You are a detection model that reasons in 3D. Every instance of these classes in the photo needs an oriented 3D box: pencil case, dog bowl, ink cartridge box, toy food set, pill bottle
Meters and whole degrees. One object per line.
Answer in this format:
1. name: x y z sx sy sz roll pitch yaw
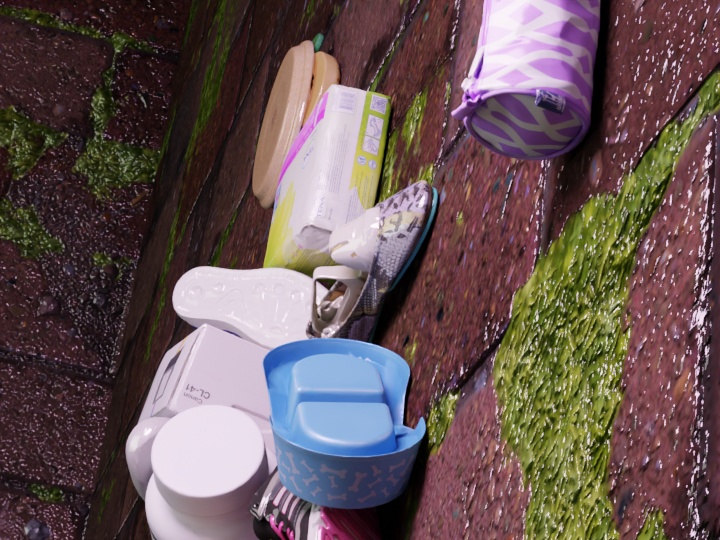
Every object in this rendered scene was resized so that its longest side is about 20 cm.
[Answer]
1. pencil case: 0.106 -0.164 1.233 0.084 0.085 0.200 120 161 -58
2. dog bowl: -0.015 0.111 1.447 0.200 0.111 0.050 -106 19 -68
3. ink cartridge box: -0.106 0.122 1.745 0.200 0.147 0.086 146 146 -72
4. toy food set: -0.074 -0.164 2.195 0.198 0.049 0.200 -105 30 -68
5. pill bottle: -0.112 0.204 1.609 0.200 0.119 0.120 85 -174 -49

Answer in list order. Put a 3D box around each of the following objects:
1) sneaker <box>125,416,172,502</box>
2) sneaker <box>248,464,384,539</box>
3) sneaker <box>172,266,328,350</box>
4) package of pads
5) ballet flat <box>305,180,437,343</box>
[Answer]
1. sneaker: -0.170 0.163 1.697 0.075 0.088 0.200 -53 -25 -9
2. sneaker: -0.037 0.189 1.453 0.087 0.074 0.200 -34 21 14
3. sneaker: -0.066 0.059 1.836 0.200 0.146 0.081 11 72 35
4. package of pads: -0.037 -0.063 1.842 0.200 0.068 0.155 128 154 -64
5. ballet flat: 0.000 0.000 1.592 0.072 0.072 0.200 -87 16 -44
